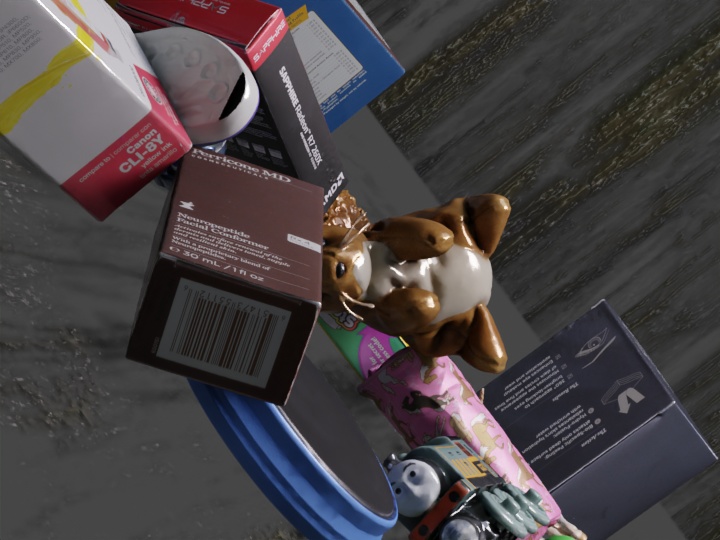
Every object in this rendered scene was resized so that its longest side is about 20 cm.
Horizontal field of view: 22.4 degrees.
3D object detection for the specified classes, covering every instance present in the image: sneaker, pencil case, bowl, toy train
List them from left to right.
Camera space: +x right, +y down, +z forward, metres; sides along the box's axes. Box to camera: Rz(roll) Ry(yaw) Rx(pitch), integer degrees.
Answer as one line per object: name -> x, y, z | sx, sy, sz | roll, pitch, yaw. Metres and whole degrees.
sneaker -> -0.112, -0.099, 1.269 | 0.199, 0.081, 0.146 | 13, -20, 41
bowl -> -0.045, 0.097, 1.175 | 0.201, 0.039, 0.201 | 52, 8, -10
toy train -> 0.074, 0.181, 1.383 | 0.114, 0.085, 0.200 | 42, 7, 13
pencil case -> 0.082, 0.150, 1.525 | 0.200, 0.086, 0.083 | 54, 22, 7

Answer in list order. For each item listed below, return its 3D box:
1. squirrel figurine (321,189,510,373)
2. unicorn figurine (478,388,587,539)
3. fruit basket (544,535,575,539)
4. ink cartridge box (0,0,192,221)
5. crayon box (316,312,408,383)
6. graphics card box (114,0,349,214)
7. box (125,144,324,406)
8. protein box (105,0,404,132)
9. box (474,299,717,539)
squirrel figurine -> 0.000, 0.000, 1.465 | 0.186, 0.142, 0.200 | 0, 10, -29
unicorn figurine -> 0.140, 0.213, 1.682 | 0.137, 0.074, 0.200 | 46, -10, 23
fruit basket -> 0.133, 0.271, 1.127 | 0.215, 0.155, 0.216 | 39, 29, -26
ink cartridge box -> -0.209, -0.146, 1.125 | 0.200, 0.083, 0.145 | 44, 12, -48
crayon box -> -0.025, -0.001, 1.655 | 0.200, 0.058, 0.173 | 52, 8, -6
graphics card box -> -0.092, -0.128, 1.344 | 0.125, 0.051, 0.200 | 21, -28, 30
box -> -0.077, -0.002, 1.104 | 0.100, 0.075, 0.200 | 17, 19, -8
protein box -> -0.109, -0.190, 1.479 | 0.200, 0.198, 0.135 | 43, 12, -51
box -> 0.253, 0.174, 2.003 | 0.117, 0.196, 0.200 | 48, 9, -36
